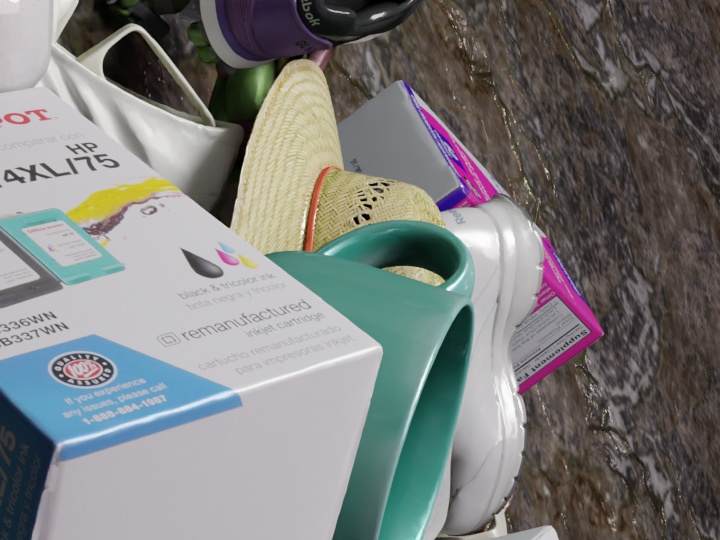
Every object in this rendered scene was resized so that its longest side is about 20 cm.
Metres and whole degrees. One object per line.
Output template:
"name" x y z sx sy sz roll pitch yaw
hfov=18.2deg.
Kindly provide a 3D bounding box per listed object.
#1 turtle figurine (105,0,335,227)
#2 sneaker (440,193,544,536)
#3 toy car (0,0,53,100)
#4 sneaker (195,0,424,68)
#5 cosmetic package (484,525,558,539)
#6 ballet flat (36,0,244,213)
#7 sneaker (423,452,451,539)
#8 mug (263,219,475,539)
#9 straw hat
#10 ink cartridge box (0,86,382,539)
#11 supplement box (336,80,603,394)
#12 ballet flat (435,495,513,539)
"turtle figurine" -0.095 -0.113 1.170 0.200 0.143 0.195 -6 97 -51
"sneaker" 0.047 0.055 1.280 0.087 0.074 0.201 -5 105 -27
"toy car" -0.209 -0.122 0.924 0.150 0.174 0.201 99 -7 -58
"sneaker" 0.012 -0.147 1.121 0.200 0.087 0.076 -35 114 -49
"cosmetic package" -0.011 0.221 1.045 0.200 0.199 0.124 -29 101 -63
"ballet flat" -0.138 -0.100 1.065 0.200 0.069 0.070 37 40 -20
"sneaker" -0.010 0.110 1.167 0.071 0.099 0.200 49 26 -15
"mug" -0.022 0.064 0.992 0.185 0.114 0.153 -47 150 -69
"straw hat" 0.000 0.000 1.108 0.201 0.085 0.202 7 90 -75
"ink cartridge box" -0.123 0.050 0.805 0.146 0.200 0.147 -15 131 -43
"supplement box" 0.051 -0.008 1.382 0.200 0.103 0.101 44 14 -49
"ballet flat" 0.048 0.168 1.341 0.200 0.071 0.069 -52 127 -59
